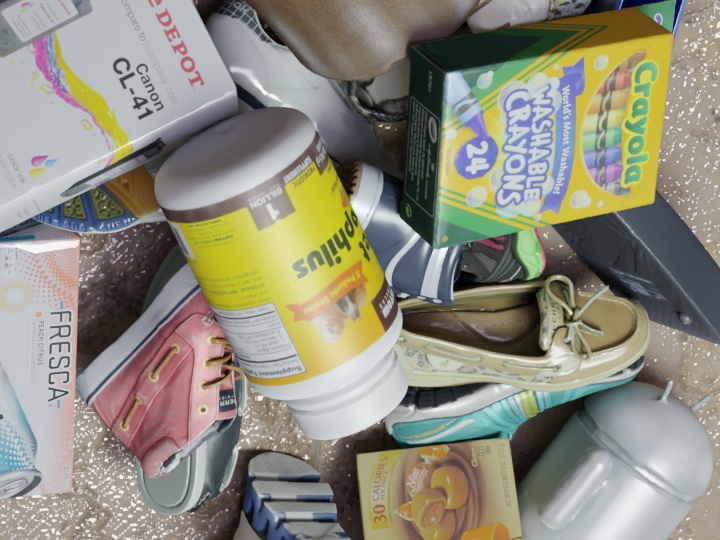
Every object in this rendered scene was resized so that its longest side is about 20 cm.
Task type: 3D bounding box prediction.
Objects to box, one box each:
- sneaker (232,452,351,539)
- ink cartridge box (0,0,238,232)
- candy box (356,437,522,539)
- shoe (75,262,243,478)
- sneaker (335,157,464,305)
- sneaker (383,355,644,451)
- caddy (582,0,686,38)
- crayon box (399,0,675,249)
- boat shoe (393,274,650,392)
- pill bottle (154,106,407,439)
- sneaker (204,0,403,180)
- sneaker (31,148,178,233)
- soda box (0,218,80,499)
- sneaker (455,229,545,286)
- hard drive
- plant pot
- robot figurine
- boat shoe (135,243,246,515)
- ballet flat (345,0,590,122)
[{"bbox_3d":[-0.047,0.238,1.808,0.080,0.199,0.115,6,126,-26],"label":"sneaker"},{"bbox_3d":[-0.196,-0.125,1.588,0.200,0.086,0.148,-27,86,-4],"label":"ink cartridge box"},{"bbox_3d":[0.063,0.226,1.813,0.115,0.200,0.055,-7,151,1],"label":"candy box"},{"bbox_3d":[-0.102,0.054,1.690,0.200,0.071,0.091,-44,79,27],"label":"shoe"},{"bbox_3d":[0.000,0.000,1.712,0.108,0.070,0.200,19,147,-19],"label":"sneaker"},{"bbox_3d":[0.111,0.083,1.860,0.200,0.078,0.080,-13,138,-8],"label":"sneaker"},{"bbox_3d":[0.150,-0.198,1.698,0.141,0.105,0.200,6,114,-21],"label":"caddy"},{"bbox_3d":[0.127,-0.096,1.619,0.200,0.052,0.126,-13,123,-25],"label":"crayon box"},{"bbox_3d":[0.111,0.044,1.792,0.200,0.073,0.063,-7,152,-5],"label":"boat shoe"},{"bbox_3d":[-0.043,0.005,1.589,0.109,0.109,0.200,-28,113,-5],"label":"pill bottle"},{"bbox_3d":[-0.032,-0.109,1.702,0.200,0.076,0.081,35,77,-37],"label":"sneaker"},{"bbox_3d":[-0.145,-0.056,1.683,0.200,0.088,0.075,5,85,2],"label":"sneaker"},{"bbox_3d":[-0.232,0.055,1.714,0.068,0.064,0.200,-4,116,-18],"label":"soda box"},{"bbox_3d":[0.075,-0.041,1.742,0.084,0.077,0.200,-19,146,4],"label":"sneaker"},{"bbox_3d":[0.182,-0.032,1.781,0.042,0.135,0.200,-49,118,-11],"label":"hard drive"},{"bbox_3d":[-0.022,-0.238,1.575,0.200,0.200,0.198,-37,129,1],"label":"plant pot"},{"bbox_3d":[0.187,0.165,1.891,0.200,0.113,0.170,-52,160,10],"label":"robot figurine"},{"bbox_3d":[-0.115,0.071,1.768,0.060,0.076,0.200,-11,116,-59],"label":"boat shoe"},{"bbox_3d":[0.071,-0.153,1.634,0.200,0.072,0.072,-31,125,25],"label":"ballet flat"}]
